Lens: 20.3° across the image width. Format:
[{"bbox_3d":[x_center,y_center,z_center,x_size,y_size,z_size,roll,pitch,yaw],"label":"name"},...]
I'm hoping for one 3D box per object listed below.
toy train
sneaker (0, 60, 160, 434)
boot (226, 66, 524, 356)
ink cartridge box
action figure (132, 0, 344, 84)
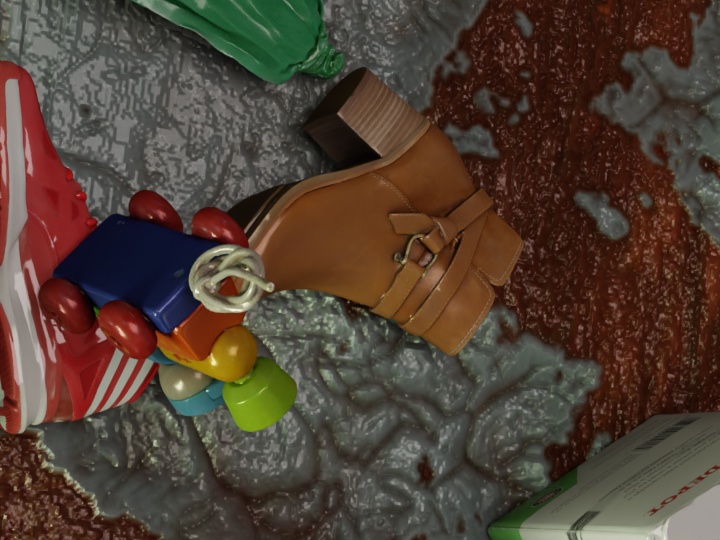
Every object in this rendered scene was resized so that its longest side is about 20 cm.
[{"bbox_3d":[-0.070,0.036,1.016,0.085,0.199,0.116,-46,120,-18],"label":"toy train"},{"bbox_3d":[-0.159,-0.017,1.114,0.115,0.078,0.202,-7,100,-32],"label":"sneaker"},{"bbox_3d":[0.000,0.000,1.173,0.155,0.074,0.200,45,73,-18],"label":"boot"},{"bbox_3d":[0.187,0.149,1.168,0.145,0.200,0.085,-30,96,-22],"label":"ink cartridge box"},{"bbox_3d":[-0.087,-0.171,1.159,0.199,0.055,0.119,36,71,-24],"label":"action figure"}]
